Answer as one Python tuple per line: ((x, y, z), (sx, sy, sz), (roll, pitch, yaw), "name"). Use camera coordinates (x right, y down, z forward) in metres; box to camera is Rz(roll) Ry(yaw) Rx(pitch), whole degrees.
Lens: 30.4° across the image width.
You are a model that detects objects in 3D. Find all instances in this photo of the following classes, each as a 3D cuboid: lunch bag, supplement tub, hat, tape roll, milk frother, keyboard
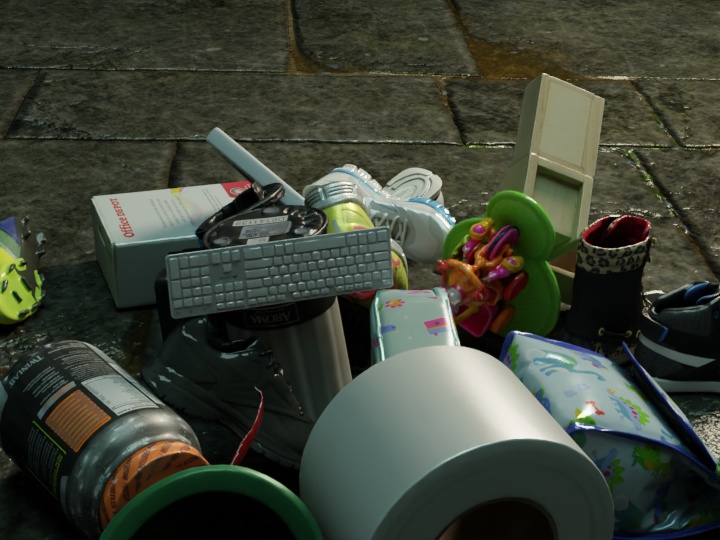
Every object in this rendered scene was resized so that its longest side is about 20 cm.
((0.051, 0.118, 1.160), (0.077, 0.160, 0.200), (-4, 32, -2), "lunch bag")
((-0.215, 0.149, 1.108), (0.122, 0.123, 0.200), (-17, 33, -34), "supplement tub")
((-0.109, 0.218, 1.015), (0.200, 0.166, 0.176), (-35, 3, -8), "hat")
((0.069, 0.175, 0.989), (0.203, 0.203, 0.139), (-7, 27, -18), "tape roll")
((-0.086, 0.027, 1.285), (0.180, 0.188, 0.200), (1, 25, 22), "milk frother")
((-0.068, 0.001, 1.152), (0.200, 0.056, 0.011), (-8, 22, -15), "keyboard")
((0.224, 0.148, 1.160), (0.200, 0.128, 0.170), (16, 22, -20), "lunch bag")

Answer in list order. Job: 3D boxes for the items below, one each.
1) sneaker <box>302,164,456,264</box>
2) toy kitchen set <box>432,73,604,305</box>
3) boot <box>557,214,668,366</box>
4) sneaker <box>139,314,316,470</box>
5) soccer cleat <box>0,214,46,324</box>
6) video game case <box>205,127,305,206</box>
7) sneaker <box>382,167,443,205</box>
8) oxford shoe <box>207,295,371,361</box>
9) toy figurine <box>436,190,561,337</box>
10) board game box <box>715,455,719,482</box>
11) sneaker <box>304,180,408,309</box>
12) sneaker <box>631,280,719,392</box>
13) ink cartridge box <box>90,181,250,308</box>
((0.017, -0.054, 1.478), (0.200, 0.075, 0.087), (25, 27, 32), "sneaker")
((0.208, -0.074, 1.472), (0.163, 0.181, 0.200), (20, -24, -18), "toy kitchen set")
((0.280, 0.016, 1.386), (0.200, 0.151, 0.073), (-18, 34, -37), "boot")
((-0.090, 0.109, 1.164), (0.200, 0.091, 0.076), (32, -3, -20), "sneaker")
((-0.398, 0.009, 1.473), (0.084, 0.065, 0.200), (-27, 30, 8), "soccer cleat")
((-0.065, -0.062, 1.451), (0.023, 0.182, 0.200), (-48, 49, -1), "video game case")
((0.020, -0.040, 1.582), (0.200, 0.081, 0.076), (-31, 53, -18), "sneaker")
((-0.056, 0.042, 1.403), (0.200, 0.073, 0.084), (15, 20, 18), "oxford shoe")
((0.095, 0.039, 1.323), (0.150, 0.200, 0.184), (38, 52, 18), "toy figurine")
((0.356, 0.164, 1.157), (0.023, 0.105, 0.200), (-29, 9, 31), "board game box")
((0.000, 0.000, 1.326), (0.078, 0.200, 0.090), (-24, 54, 10), "sneaker")
((0.380, 0.066, 1.340), (0.200, 0.112, 0.073), (-1, 27, -7), "sneaker")
((-0.199, -0.033, 1.527), (0.200, 0.083, 0.146), (-7, 28, -18), "ink cartridge box")
